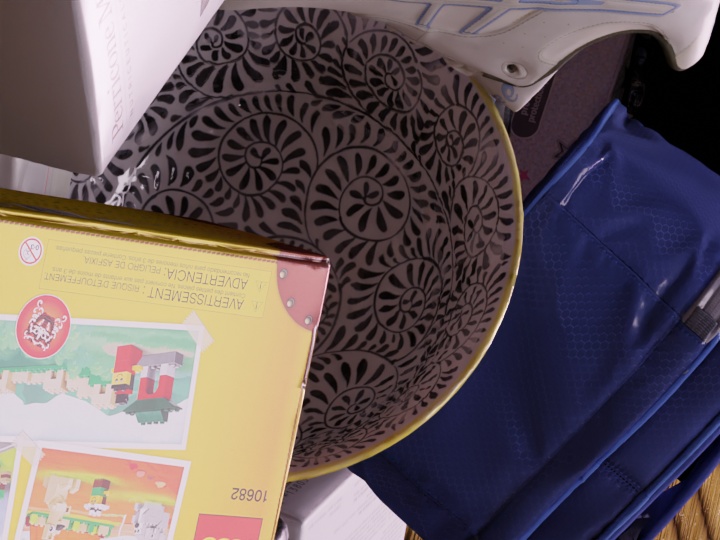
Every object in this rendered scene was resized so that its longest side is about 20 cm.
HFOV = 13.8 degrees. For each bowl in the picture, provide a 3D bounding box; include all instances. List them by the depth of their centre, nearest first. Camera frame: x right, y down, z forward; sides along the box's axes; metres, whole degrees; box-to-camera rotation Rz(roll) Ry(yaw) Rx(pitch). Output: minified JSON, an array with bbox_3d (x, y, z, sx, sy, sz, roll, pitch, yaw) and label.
[{"bbox_3d":[-0.041,-0.004,1.105,0.094,0.200,0.202,91,18,-69],"label":"bowl"}]

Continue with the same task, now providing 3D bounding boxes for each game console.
[{"bbox_3d":[0.171,-0.022,1.353,0.176,0.116,0.201,-8,115,-54],"label":"game console"}]

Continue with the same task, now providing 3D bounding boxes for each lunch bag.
[{"bbox_3d":[0.088,0.047,1.211,0.200,0.132,0.136,-50,179,22],"label":"lunch bag"}]

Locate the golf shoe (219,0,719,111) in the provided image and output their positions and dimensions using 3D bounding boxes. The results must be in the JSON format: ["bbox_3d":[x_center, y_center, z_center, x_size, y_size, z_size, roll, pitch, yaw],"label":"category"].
[{"bbox_3d":[0.034,-0.097,1.049,0.078,0.199,0.098,-94,177,-67],"label":"golf shoe"}]

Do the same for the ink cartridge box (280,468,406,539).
[{"bbox_3d":[-0.030,0.173,1.461,0.160,0.047,0.201,-39,144,-61],"label":"ink cartridge box"}]

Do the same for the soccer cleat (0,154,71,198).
[{"bbox_3d":[-0.131,-0.003,1.021,0.078,0.069,0.201,-16,115,-71],"label":"soccer cleat"}]

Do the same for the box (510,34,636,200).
[{"bbox_3d":[0.055,-0.030,1.419,0.115,0.132,0.201,59,47,-66],"label":"box"}]

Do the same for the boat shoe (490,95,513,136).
[{"bbox_3d":[0.000,0.000,1.185,0.071,0.090,0.201,27,76,-74],"label":"boat shoe"}]

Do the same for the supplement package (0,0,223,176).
[{"bbox_3d":[-0.095,-0.145,0.948,0.117,0.117,0.200,86,26,-45],"label":"supplement package"}]

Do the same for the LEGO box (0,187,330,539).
[{"bbox_3d":[-0.119,0.050,0.935,0.199,0.077,0.150,9,95,-40],"label":"LEGO box"}]

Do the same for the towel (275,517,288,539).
[{"bbox_3d":[-0.102,0.199,1.210,0.200,0.085,0.166,-49,145,-50],"label":"towel"}]
